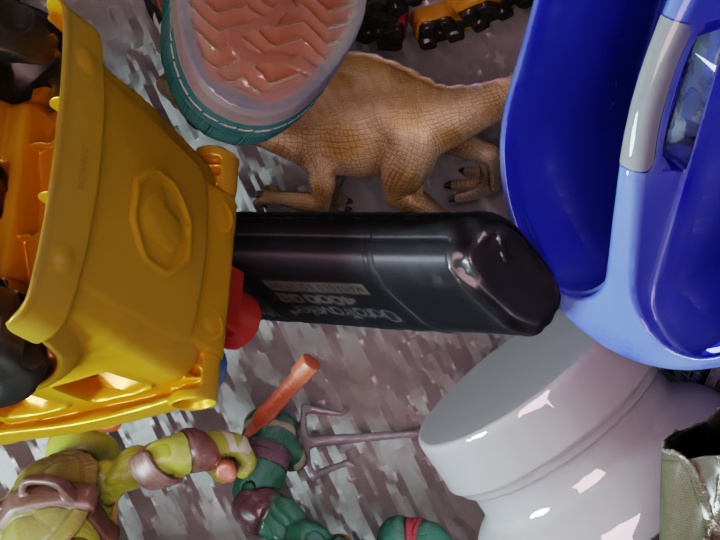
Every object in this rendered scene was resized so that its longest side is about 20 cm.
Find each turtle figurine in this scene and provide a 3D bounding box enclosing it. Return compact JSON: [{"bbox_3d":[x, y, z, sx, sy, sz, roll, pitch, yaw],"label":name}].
[{"bbox_3d":[-0.107,0.104,1.094,0.200,0.162,0.064,-25,124,22],"label":"turtle figurine"},{"bbox_3d":[-0.025,0.129,1.138,0.200,0.101,0.150,-23,89,18],"label":"turtle figurine"}]

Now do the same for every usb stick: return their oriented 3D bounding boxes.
[{"bbox_3d":[0.000,0.000,1.076,0.055,0.200,0.033,41,69,-27],"label":"usb stick"}]

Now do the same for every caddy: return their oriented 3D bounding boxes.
[{"bbox_3d":[0.125,-0.065,0.990,0.141,0.105,0.201,28,115,33],"label":"caddy"}]

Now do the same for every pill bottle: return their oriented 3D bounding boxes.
[{"bbox_3d":[0.116,0.115,1.083,0.116,0.116,0.200,-35,101,10],"label":"pill bottle"}]

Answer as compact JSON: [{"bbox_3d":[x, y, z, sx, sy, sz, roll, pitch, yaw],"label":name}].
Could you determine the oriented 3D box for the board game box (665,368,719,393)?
[{"bbox_3d":[0.204,-0.006,1.051,0.200,0.062,0.200,37,112,28],"label":"board game box"}]

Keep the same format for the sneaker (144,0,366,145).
[{"bbox_3d":[-0.043,-0.100,1.063,0.071,0.200,0.080,21,128,-12],"label":"sneaker"}]

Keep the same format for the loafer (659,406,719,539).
[{"bbox_3d":[0.134,0.076,0.971,0.070,0.075,0.200,33,119,14],"label":"loafer"}]

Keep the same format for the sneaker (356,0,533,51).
[{"bbox_3d":[0.075,-0.157,1.085,0.199,0.078,0.082,-19,69,13],"label":"sneaker"}]

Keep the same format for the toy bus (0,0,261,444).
[{"bbox_3d":[-0.136,0.005,1.060,0.200,0.192,0.136,-13,62,32],"label":"toy bus"}]

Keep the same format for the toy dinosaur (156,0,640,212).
[{"bbox_3d":[0.019,-0.050,1.098,0.199,0.058,0.101,-7,137,17],"label":"toy dinosaur"}]
